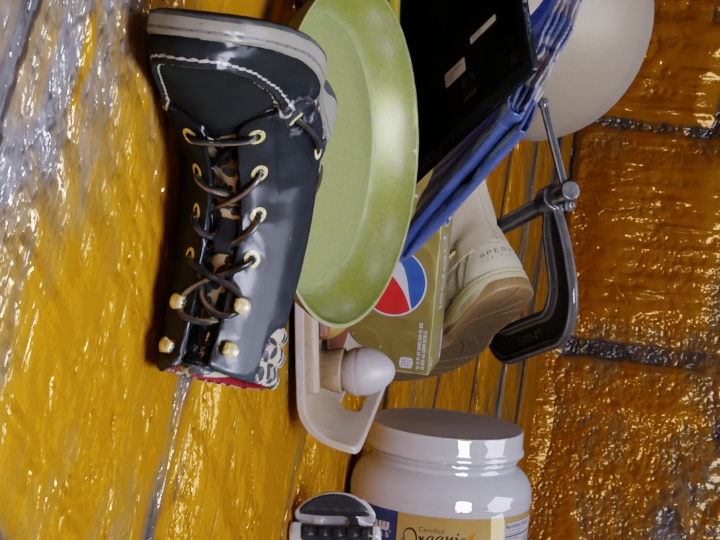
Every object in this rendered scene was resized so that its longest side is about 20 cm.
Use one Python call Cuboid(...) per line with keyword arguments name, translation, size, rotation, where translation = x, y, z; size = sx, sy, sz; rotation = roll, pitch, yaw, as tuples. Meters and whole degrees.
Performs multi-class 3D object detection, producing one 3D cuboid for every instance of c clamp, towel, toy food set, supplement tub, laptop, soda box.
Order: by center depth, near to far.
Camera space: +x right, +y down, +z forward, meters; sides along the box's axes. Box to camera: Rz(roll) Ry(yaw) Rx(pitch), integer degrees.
Cuboid(name="laptop", translation=(0.096, -0.174, 1.350), size=(0.177, 0.103, 0.202), rotation=(137, -49, -55))
Cuboid(name="toy food set", translation=(0.000, 0.000, 1.358), size=(0.144, 0.060, 0.202), rotation=(-63, 156, -65))
Cuboid(name="towel", translation=(0.085, -0.104, 1.367), size=(0.147, 0.024, 0.200), rotation=(-49, -171, 37))
Cuboid(name="soda box", translation=(0.032, -0.029, 1.520), size=(0.064, 0.067, 0.202), rotation=(-35, 131, -77))
Cuboid(name="c clamp", translation=(0.127, -0.018, 1.582), size=(0.200, 0.027, 0.172), rotation=(139, -58, -65))
Cuboid(name="supplement tub", translation=(0.058, 0.217, 1.613), size=(0.144, 0.143, 0.202), rotation=(-29, 125, -79))

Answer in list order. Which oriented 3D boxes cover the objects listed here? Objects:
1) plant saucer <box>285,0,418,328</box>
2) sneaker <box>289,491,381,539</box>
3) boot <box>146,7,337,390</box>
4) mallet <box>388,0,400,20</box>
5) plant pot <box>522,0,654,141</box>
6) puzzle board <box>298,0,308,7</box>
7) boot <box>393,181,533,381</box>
Cuboid(name="plant saucer", translation=(-0.018, -0.068, 1.194), size=(0.200, 0.031, 0.202), rotation=(5, 90, -66))
Cuboid(name="sneaker", translation=(-0.022, 0.254, 1.392), size=(0.081, 0.074, 0.202), rotation=(96, 3, -76))
Cuboid(name="boot", translation=(-0.060, -0.028, 0.955), size=(0.204, 0.073, 0.155), rotation=(46, 54, -76))
Cuboid(name="mallet", translation=(0.021, -0.149, 1.327), size=(0.066, 0.041, 0.202), rotation=(20, 72, -83))
Cuboid(name="plant pot", translation=(0.105, -0.201, 1.547), size=(0.134, 0.199, 0.202), rotation=(-2, 99, -64))
Cuboid(name="puzzle board", translation=(-0.009, -0.238, 1.298), size=(0.151, 0.017, 0.202), rotation=(68, 29, -71))
Cuboid(name="boot", translation=(0.054, -0.010, 1.626), size=(0.200, 0.072, 0.157), rotation=(-47, -126, 54))
